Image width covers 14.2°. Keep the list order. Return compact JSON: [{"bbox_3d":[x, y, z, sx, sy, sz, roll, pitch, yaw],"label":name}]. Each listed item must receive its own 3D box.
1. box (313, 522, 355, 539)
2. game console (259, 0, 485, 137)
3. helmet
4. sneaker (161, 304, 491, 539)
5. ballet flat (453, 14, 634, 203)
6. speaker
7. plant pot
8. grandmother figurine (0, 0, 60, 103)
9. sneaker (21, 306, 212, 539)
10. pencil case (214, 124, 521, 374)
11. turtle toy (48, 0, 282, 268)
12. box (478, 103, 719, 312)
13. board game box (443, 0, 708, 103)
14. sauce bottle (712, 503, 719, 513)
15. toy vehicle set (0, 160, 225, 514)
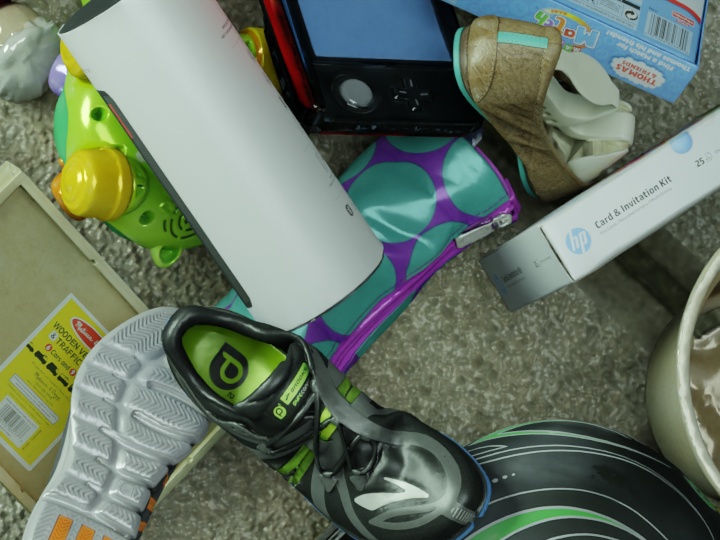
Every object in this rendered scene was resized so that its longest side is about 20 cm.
[{"bbox_3d":[0.015,0.251,1.628,0.160,0.049,0.200,-43,93,-14],"label":"box"},{"bbox_3d":[-0.013,-0.184,1.579,0.172,0.119,0.201,0,54,-25],"label":"game console"},{"bbox_3d":[0.097,0.176,1.537,0.190,0.200,0.200,34,79,9],"label":"helmet"},{"bbox_3d":[-0.025,0.081,1.480,0.199,0.083,0.071,33,87,19],"label":"sneaker"},{"bbox_3d":[0.111,-0.088,1.604,0.072,0.200,0.068,-3,67,18],"label":"ballet flat"},{"bbox_3d":[-0.073,-0.068,1.525,0.081,0.081,0.200,-37,105,-12],"label":"speaker"},{"bbox_3d":[0.247,0.063,1.622,0.199,0.183,0.202,1,85,-10],"label":"plant pot"},{"bbox_3d":[-0.221,-0.190,1.628,0.121,0.061,0.201,-24,92,15],"label":"grandmother figurine"},{"bbox_3d":[-0.143,0.116,1.556,0.077,0.112,0.200,30,57,-4],"label":"sneaker"},{"bbox_3d":[0.000,0.000,1.631,0.200,0.085,0.092,-45,57,-11],"label":"pencil case"},{"bbox_3d":[-0.115,-0.100,1.611,0.145,0.101,0.201,4,81,-33],"label":"turtle toy"},{"bbox_3d":[0.172,-0.051,1.634,0.200,0.156,0.041,-34,90,-11],"label":"box"},{"bbox_3d":[0.129,-0.198,1.647,0.151,0.037,0.200,23,45,-8],"label":"board game box"},{"bbox_3d":[0.189,0.161,1.640,0.200,0.066,0.066,31,79,17],"label":"sauce bottle"},{"bbox_3d":[-0.170,0.055,1.583,0.124,0.026,0.200,-45,117,-11],"label":"toy vehicle set"}]
